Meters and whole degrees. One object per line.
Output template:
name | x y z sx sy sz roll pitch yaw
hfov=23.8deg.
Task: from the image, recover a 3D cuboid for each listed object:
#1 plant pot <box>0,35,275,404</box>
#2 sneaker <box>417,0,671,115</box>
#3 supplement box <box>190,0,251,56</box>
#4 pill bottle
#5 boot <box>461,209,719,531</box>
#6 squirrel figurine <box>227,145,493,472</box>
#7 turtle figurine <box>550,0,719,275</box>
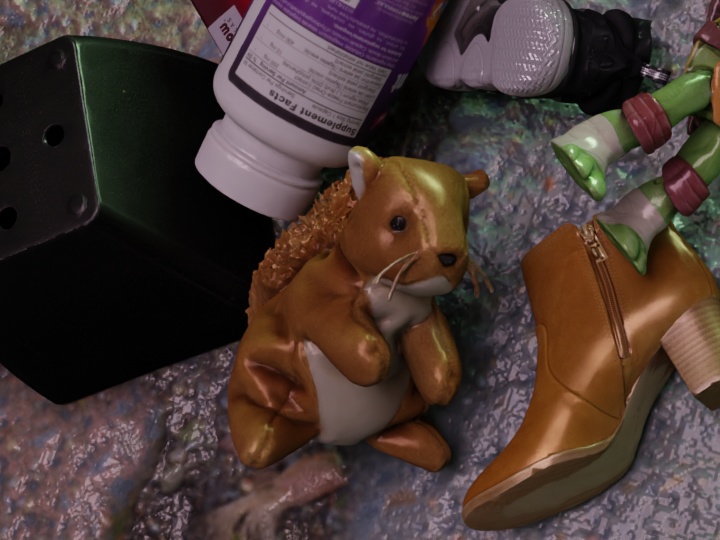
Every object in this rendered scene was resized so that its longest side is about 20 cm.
plant pot | -0.191 -0.045 1.152 0.199 0.177 0.201 -20 67 21
sneaker | 0.115 -0.139 1.088 0.200 0.113 0.076 -146 68 -65
supplement box | -0.017 -0.216 1.185 0.200 0.061 0.109 -38 60 12
pill bottle | -0.026 -0.137 1.093 0.111 0.111 0.200 41 111 31
boot | 0.124 0.054 1.030 0.201 0.071 0.144 -33 57 9
squirrel figurine | 0.000 0.000 1.043 0.200 0.141 0.187 -113 37 -53
turtle figurine | 0.221 -0.077 0.946 0.194 0.144 0.200 -36 69 2
